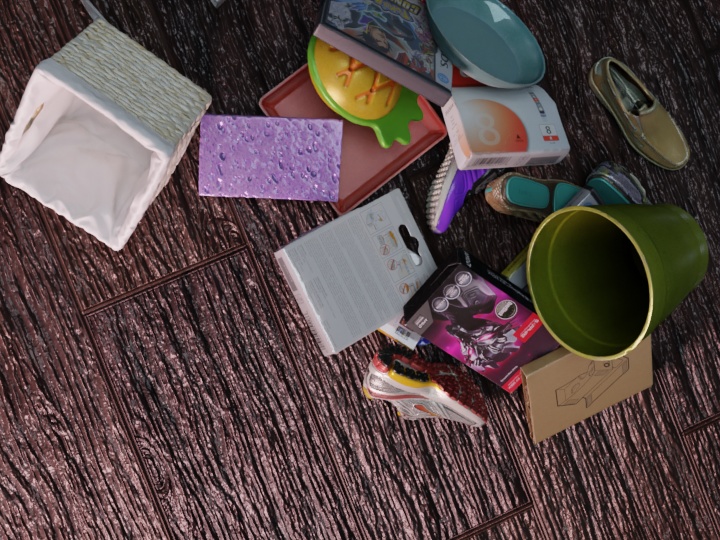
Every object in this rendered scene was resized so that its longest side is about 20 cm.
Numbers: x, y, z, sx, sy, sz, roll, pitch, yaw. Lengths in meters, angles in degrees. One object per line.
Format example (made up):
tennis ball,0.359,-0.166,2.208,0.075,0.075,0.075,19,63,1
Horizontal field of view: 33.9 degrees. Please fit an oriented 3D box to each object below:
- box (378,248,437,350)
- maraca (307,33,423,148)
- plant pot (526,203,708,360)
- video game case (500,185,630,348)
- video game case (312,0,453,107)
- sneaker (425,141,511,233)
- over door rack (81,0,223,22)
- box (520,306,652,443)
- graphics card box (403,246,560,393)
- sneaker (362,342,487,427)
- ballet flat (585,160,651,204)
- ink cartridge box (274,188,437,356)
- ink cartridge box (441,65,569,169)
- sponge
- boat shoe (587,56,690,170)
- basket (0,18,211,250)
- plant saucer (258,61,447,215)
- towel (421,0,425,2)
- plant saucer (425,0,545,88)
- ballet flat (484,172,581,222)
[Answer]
box,0.038,0.022,1.668,0.198,0.041,0.120,31,85,-5
maraca,0.008,-0.256,1.601,0.200,0.106,0.138,42,63,-23
plant pot,0.357,-0.005,1.562,0.191,0.199,0.203,-18,92,-39
video game case,0.314,0.014,1.675,0.181,0.025,0.200,-45,116,-7
video game case,0.038,-0.322,1.567,0.198,0.026,0.182,26,41,-17
sneaker,0.164,-0.138,1.674,0.098,0.070,0.203,22,87,-10
over door rack,-0.297,-0.376,1.603,0.148,0.067,0.200,-42,74,-6
box,0.321,0.149,1.665,0.198,0.021,0.165,-25,136,-8
graphics card box,0.171,0.069,1.610,0.199,0.051,0.126,34,116,-19
sneaker,0.093,0.172,1.665,0.198,0.078,0.082,25,123,-16
ballet flat,0.409,-0.083,1.712,0.072,0.072,0.201,-44,102,-7
ink cartridge box,0.000,0.000,1.633,0.199,0.050,0.164,-28,93,-25
ink cartridge box,0.189,-0.241,1.633,0.160,0.050,0.203,-5,71,-24
sponge,-0.123,-0.156,1.624,0.197,0.030,0.113,3,99,2
boat shoe,0.409,-0.225,1.708,0.200,0.076,0.072,44,83,-6
basket,-0.329,-0.178,1.521,0.199,0.199,0.162,33,41,-6
plant saucer,-0.011,-0.214,1.666,0.199,0.037,0.201,-38,94,-8
towel,0.069,-0.398,1.667,0.197,0.022,0.147,-3,84,-19
plant saucer,0.163,-0.316,1.614,0.199,0.201,0.036,37,129,-7
ballet flat,0.257,-0.099,1.683,0.198,0.065,0.072,17,80,-34
